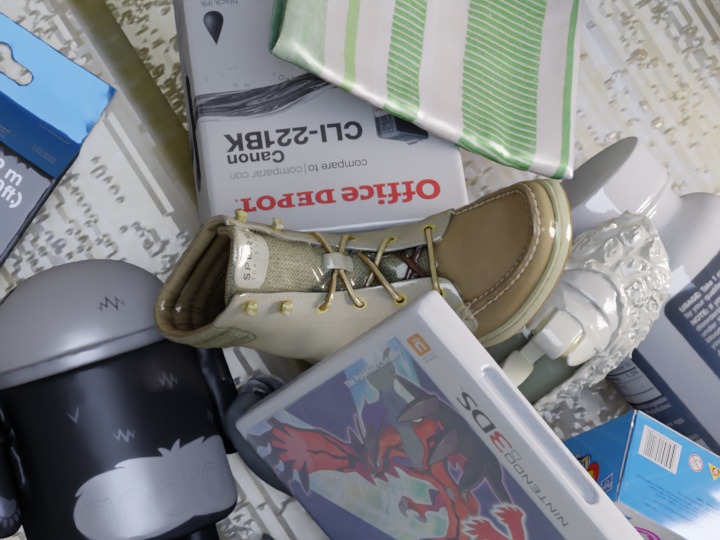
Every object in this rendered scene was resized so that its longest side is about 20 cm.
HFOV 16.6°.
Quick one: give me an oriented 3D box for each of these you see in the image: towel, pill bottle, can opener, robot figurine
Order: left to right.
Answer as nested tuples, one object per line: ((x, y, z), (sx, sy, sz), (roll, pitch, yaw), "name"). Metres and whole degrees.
((-0.142, 0.094, 1.387), (0.125, 0.150, 0.200), (-17, 91, 14), "robot figurine")
((0.002, 0.133, 1.426), (0.200, 0.053, 0.067), (40, 62, -11), "can opener")
((0.042, -0.144, 1.361), (0.200, 0.023, 0.153), (25, 55, -29), "towel")
((0.189, 0.025, 1.418), (0.120, 0.120, 0.200), (-42, 100, -6), "pill bottle")

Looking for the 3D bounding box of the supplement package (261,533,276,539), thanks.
((-0.048, 0.268, 1.352), (0.147, 0.200, 0.191), (38, 85, -4), "supplement package")

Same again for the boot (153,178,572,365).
((0.000, 0.000, 1.292), (0.154, 0.200, 0.072), (13, 59, -35), "boot")

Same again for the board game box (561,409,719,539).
((0.163, 0.167, 1.358), (0.200, 0.196, 0.056), (29, 58, -20), "board game box")

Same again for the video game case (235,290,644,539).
((0.040, 0.116, 1.301), (0.182, 0.200, 0.023), (50, 54, -4), "video game case")

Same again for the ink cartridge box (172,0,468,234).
((-0.025, -0.096, 1.395), (0.144, 0.084, 0.200), (-6, 70, -7), "ink cartridge box")

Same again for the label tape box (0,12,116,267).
((-0.252, -0.062, 1.407), (0.143, 0.066, 0.200), (34, 86, -4), "label tape box")

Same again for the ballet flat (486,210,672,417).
((0.092, 0.051, 1.345), (0.072, 0.072, 0.200), (45, 104, -3), "ballet flat")
